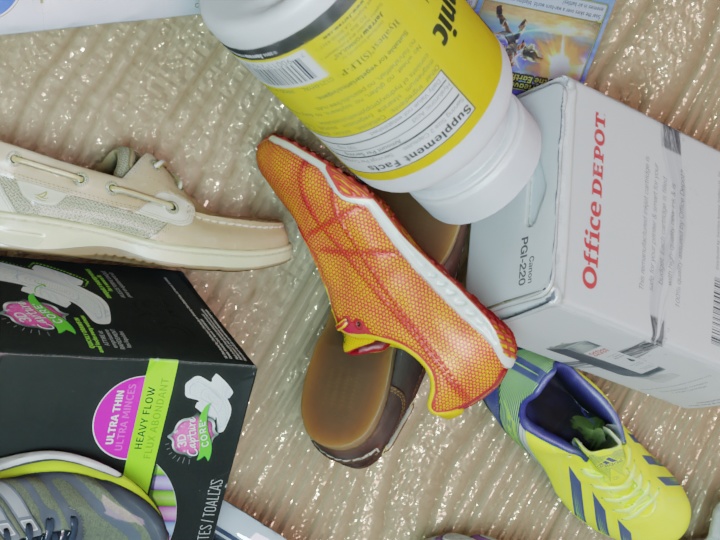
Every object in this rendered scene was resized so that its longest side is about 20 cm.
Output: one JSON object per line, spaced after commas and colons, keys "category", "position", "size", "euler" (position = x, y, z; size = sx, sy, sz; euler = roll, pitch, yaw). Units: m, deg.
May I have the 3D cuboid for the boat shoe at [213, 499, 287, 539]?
{"category": "boat shoe", "position": [-0.048, 0.224, 1.079], "size": [0.091, 0.071, 0.200], "euler": [-50, 118, -17]}

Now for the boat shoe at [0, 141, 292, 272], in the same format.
{"category": "boat shoe", "position": [-0.125, -0.036, 0.999], "size": [0.199, 0.072, 0.065], "euler": [6, 89, -28]}

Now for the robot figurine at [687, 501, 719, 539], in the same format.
{"category": "robot figurine", "position": [0.256, 0.255, 1.215], "size": [0.169, 0.112, 0.201], "euler": [8, 93, -67]}

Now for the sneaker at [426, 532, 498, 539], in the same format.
{"category": "sneaker", "position": [0.109, 0.238, 1.162], "size": [0.200, 0.075, 0.100], "euler": [35, 81, -28]}

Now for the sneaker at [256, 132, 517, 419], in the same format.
{"category": "sneaker", "position": [0.000, 0.000, 1.023], "size": [0.077, 0.200, 0.073], "euler": [-44, 160, 6]}

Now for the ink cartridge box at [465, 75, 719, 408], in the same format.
{"category": "ink cartridge box", "position": [0.165, -0.012, 1.113], "size": [0.199, 0.085, 0.146], "euler": [22, 64, -35]}

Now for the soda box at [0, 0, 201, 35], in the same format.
{"category": "soda box", "position": [-0.179, -0.158, 0.951], "size": [0.199, 0.068, 0.064], "euler": [-11, 103, -26]}

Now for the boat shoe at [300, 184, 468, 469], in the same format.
{"category": "boat shoe", "position": [0.018, 0.021, 1.089], "size": [0.201, 0.070, 0.070], "euler": [-67, 155, -12]}

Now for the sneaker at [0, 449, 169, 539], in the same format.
{"category": "sneaker", "position": [-0.179, 0.130, 0.841], "size": [0.199, 0.081, 0.074], "euler": [6, 112, -29]}

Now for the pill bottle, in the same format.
{"category": "pill bottle", "position": [0.013, -0.113, 0.985], "size": [0.112, 0.111, 0.200], "euler": [-55, 130, -10]}

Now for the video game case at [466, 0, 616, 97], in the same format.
{"category": "video game case", "position": [0.067, -0.199, 1.055], "size": [0.199, 0.045, 0.182], "euler": [7, 116, -28]}

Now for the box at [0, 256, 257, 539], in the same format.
{"category": "box", "position": [-0.179, 0.082, 0.943], "size": [0.199, 0.124, 0.149], "euler": [5, 111, -28]}

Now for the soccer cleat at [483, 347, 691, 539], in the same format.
{"category": "soccer cleat", "position": [0.152, 0.120, 1.160], "size": [0.200, 0.084, 0.065], "euler": [44, 78, -26]}
